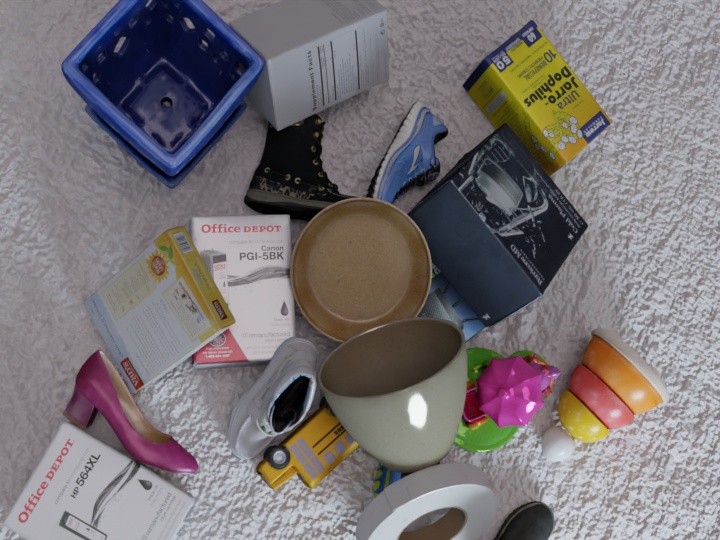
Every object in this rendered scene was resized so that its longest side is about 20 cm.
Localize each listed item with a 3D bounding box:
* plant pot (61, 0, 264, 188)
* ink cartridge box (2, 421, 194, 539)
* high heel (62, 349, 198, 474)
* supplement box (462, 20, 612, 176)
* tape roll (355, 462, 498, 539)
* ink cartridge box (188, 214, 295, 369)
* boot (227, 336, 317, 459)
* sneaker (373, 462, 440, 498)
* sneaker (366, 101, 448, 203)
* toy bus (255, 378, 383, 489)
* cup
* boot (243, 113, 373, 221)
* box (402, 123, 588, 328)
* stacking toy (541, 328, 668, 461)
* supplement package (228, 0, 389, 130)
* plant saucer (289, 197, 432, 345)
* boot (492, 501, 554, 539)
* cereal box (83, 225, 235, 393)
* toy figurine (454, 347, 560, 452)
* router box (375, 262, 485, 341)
[{"bbox_3d":[-0.266,-0.248,1.220,0.199,0.180,0.201,40,74,-1],"label":"plant pot"},{"bbox_3d":[-0.335,0.309,1.149,0.197,0.084,0.148,31,74,-5],"label":"ink cartridge box"},{"bbox_3d":[-0.290,0.191,1.181,0.197,0.067,0.097,29,92,1],"label":"high heel"},{"bbox_3d":[0.271,-0.258,1.375,0.108,0.109,0.201,-39,90,-16],"label":"supplement box"},{"bbox_3d":[0.088,0.333,1.185,0.198,0.206,0.037,-13,45,-14],"label":"tape roll"},{"bbox_3d":[-0.166,0.029,1.239,0.143,0.083,0.205,-2,80,-12],"label":"ink cartridge box"},{"bbox_3d":[-0.119,0.187,1.168,0.072,0.096,0.203,24,110,-15],"label":"boot"},{"bbox_3d":[0.076,0.251,1.266,0.081,0.070,0.204,23,73,-27],"label":"sneaker"},{"bbox_3d":[0.074,-0.152,1.329,0.088,0.079,0.203,29,75,-3],"label":"sneaker"},{"bbox_3d":[-0.051,0.232,1.236,0.199,0.065,0.079,-41,91,-17],"label":"toy bus"},{"bbox_3d":[0.056,0.172,1.157,0.197,0.200,0.146,-23,111,-15],"label":"cup"},{"bbox_3d":[-0.060,-0.150,1.285,0.198,0.074,0.158,8,75,10],"label":"boot"},{"bbox_3d":[0.194,-0.067,1.271,0.201,0.124,0.197,49,47,-4],"label":"box"},{"bbox_3d":[0.339,0.200,1.308,0.146,0.146,0.200,45,89,-1],"label":"stacking toy"},{"bbox_3d":[-0.071,-0.314,1.278,0.197,0.121,0.121,-28,51,-20],"label":"supplement package"},{"bbox_3d":[0.000,0.000,1.229,0.195,0.035,0.206,-1,100,-5],"label":"plant saucer"},{"bbox_3d":[0.231,0.394,1.194,0.073,0.200,0.182,46,74,0],"label":"boot"},{"bbox_3d":[-0.267,0.055,1.169,0.146,0.198,0.039,60,33,4],"label":"cereal box"},{"bbox_3d":[0.216,0.166,1.244,0.196,0.184,0.153,-19,84,-15],"label":"toy figurine"},{"bbox_3d":[0.097,0.025,1.307,0.148,0.062,0.202,-33,87,-17],"label":"router box"}]
